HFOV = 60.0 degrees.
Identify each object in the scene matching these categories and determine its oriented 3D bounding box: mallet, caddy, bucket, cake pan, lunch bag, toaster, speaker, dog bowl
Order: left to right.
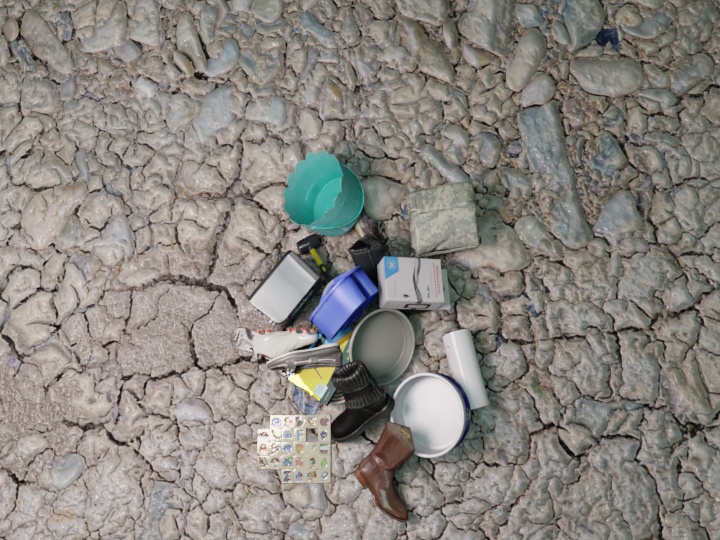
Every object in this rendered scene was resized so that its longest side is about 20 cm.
[{"bbox_3d":[-0.192,0.049,1.638,0.118,0.181,0.201,39,81,4],"label":"toaster"},{"bbox_3d":[-0.118,-0.015,1.681,0.064,0.042,0.203,-19,54,-8],"label":"mallet"},{"bbox_3d":[-0.094,-0.198,1.673,0.202,0.134,0.214,-11,68,30],"label":"bucket"},{"bbox_3d":[-0.048,0.075,1.555,0.105,0.141,0.201,46,123,10],"label":"caddy"},{"bbox_3d":[0.052,0.195,1.615,0.195,0.036,0.207,-6,102,-28],"label":"cake pan"},{"bbox_3d":[0.177,0.360,1.567,0.194,0.078,0.207,-4,82,26],"label":"dog bowl"},{"bbox_3d":[0.220,-0.128,1.676,0.193,0.140,0.173,-8,76,1],"label":"lunch bag"},{"bbox_3d":[0.272,0.260,1.619,0.079,0.081,0.206,-13,77,-1],"label":"speaker"}]

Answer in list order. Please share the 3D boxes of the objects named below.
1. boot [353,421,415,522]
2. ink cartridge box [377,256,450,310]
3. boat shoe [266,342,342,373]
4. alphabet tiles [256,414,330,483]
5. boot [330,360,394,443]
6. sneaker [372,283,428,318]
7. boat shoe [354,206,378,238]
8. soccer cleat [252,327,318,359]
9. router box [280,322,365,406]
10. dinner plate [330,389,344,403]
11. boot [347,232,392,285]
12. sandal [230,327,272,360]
[{"bbox_3d":[0.094,0.493,1.538,0.185,0.064,0.202,40,113,13],"label":"boot"},{"bbox_3d":[0.146,0.034,1.586,0.194,0.068,0.120,2,69,-15],"label":"ink cartridge box"},{"bbox_3d":[-0.139,0.232,1.572,0.194,0.067,0.059,-14,72,-4],"label":"boat shoe"},{"bbox_3d":[-0.174,0.467,1.632,0.193,0.008,0.173,-1,78,3],"label":"alphabet tiles"},{"bbox_3d":[-0.032,0.326,1.563,0.209,0.080,0.158,-37,113,18],"label":"boot"},{"bbox_3d":[0.106,0.064,1.643,0.104,0.199,0.061,-42,33,15],"label":"sneaker"},{"bbox_3d":[0.020,-0.117,1.719,0.064,0.072,0.203,-29,72,1],"label":"boat shoe"},{"bbox_3d":[-0.192,0.190,1.604,0.194,0.069,0.080,-5,87,26],"label":"soccer cleat"},{"bbox_3d":[-0.095,0.226,1.633,0.147,0.051,0.203,31,79,9],"label":"router box"},{"bbox_3d":[-0.071,0.251,1.666,0.193,0.024,0.207,0,78,1],"label":"dinner plate"},{"bbox_3d":[0.000,0.001,1.643,0.193,0.165,0.074,-21,41,-7],"label":"boot"},{"bbox_3d":[-0.259,0.198,1.673,0.194,0.045,0.077,11,77,5],"label":"sandal"}]
